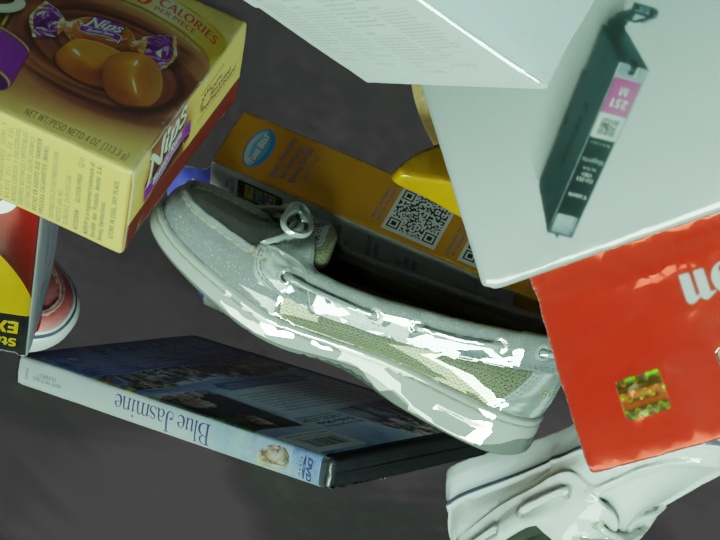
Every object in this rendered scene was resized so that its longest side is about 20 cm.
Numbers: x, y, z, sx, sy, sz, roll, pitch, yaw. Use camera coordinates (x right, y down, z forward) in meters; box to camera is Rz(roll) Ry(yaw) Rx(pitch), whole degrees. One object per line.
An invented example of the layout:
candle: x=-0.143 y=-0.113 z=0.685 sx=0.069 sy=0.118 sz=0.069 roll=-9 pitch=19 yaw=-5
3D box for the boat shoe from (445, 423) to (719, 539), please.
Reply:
boat shoe: x=0.116 y=0.114 z=1.081 sx=0.073 sy=0.066 sz=0.200 roll=14 pitch=156 yaw=-30

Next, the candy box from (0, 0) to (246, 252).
candy box: x=-0.165 y=-0.099 z=0.997 sx=0.199 sy=0.117 sz=0.057 roll=25 pitch=138 yaw=9

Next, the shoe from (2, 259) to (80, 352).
shoe: x=-0.230 y=-0.037 z=1.162 sx=0.199 sy=0.072 sz=0.091 roll=35 pitch=148 yaw=0

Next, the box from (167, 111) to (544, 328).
box: x=0.000 y=0.000 z=1.070 sx=0.199 sy=0.042 sz=0.119 roll=25 pitch=145 yaw=12

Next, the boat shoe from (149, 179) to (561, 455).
boat shoe: x=0.001 y=0.009 z=0.996 sx=0.201 sy=0.074 sz=0.065 roll=30 pitch=108 yaw=6

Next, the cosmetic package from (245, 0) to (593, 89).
cosmetic package: x=-0.017 y=-0.125 z=0.783 sx=0.150 sy=0.052 sz=0.200 roll=30 pitch=176 yaw=-18

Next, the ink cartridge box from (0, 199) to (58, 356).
ink cartridge box: x=-0.249 y=-0.031 z=1.082 sx=0.198 sy=0.084 sz=0.177 roll=10 pitch=124 yaw=-3

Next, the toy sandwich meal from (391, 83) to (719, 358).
toy sandwich meal: x=0.103 y=-0.042 z=0.913 sx=0.204 sy=0.070 sz=0.206 roll=20 pitch=144 yaw=15

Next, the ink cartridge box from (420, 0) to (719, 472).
ink cartridge box: x=0.135 y=-0.027 z=0.819 sx=0.199 sy=0.043 sz=0.175 roll=-19 pitch=87 yaw=30

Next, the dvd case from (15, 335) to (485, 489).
dvd case: x=-0.053 y=0.067 z=1.103 sx=0.199 sy=0.142 sz=0.018 roll=15 pitch=100 yaw=33
